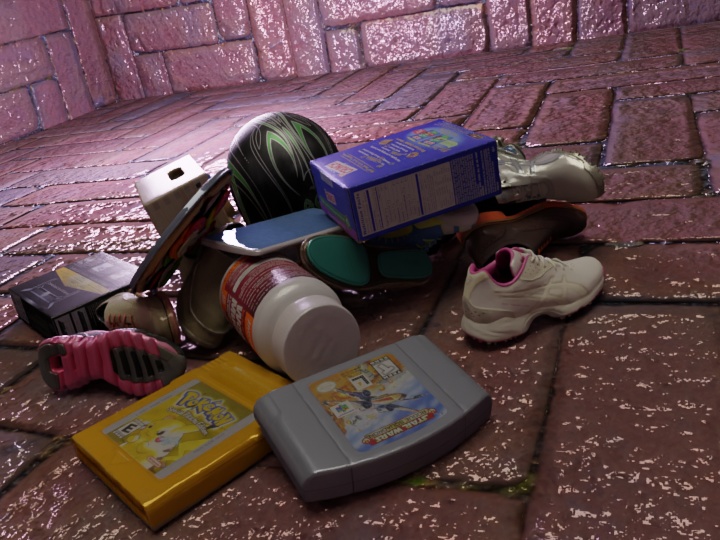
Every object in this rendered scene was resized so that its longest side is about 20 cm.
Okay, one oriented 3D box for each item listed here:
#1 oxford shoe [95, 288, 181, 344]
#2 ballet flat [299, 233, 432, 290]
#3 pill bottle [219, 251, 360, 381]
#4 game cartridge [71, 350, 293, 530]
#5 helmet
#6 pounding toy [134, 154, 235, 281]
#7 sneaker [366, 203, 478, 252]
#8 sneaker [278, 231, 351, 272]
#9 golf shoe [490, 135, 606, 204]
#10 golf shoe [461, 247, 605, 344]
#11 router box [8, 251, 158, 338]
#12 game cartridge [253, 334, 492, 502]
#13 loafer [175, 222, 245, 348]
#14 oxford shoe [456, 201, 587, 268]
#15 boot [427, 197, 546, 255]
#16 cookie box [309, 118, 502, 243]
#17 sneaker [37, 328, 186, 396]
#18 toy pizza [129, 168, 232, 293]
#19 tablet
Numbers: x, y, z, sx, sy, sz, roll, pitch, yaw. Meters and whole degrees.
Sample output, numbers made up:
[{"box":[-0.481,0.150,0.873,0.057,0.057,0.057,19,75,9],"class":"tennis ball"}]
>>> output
[{"box":[-0.287,0.068,0.931,0.073,0.072,0.199,-18,12,-31],"class":"oxford shoe"},{"box":[0.000,0.000,0.907,0.197,0.069,0.067,9,-22,-33],"class":"ballet flat"},{"box":[-0.084,0.051,0.823,0.108,0.111,0.199,-20,24,-21],"class":"pill bottle"},{"box":[-0.164,0.155,0.724,0.199,0.033,0.175,-30,30,-35],"class":"game cartridge"},{"box":[-0.117,-0.149,1.129,0.196,0.194,0.200,-16,18,5],"class":"helmet"},{"box":[-0.230,-0.064,1.098,0.141,0.186,0.200,-29,26,-11],"class":"pounding toy"},{"box":[0.079,-0.048,0.980,0.198,0.107,0.075,9,32,42],"class":"sneaker"},{"box":[-0.086,-0.006,1.022,0.196,0.080,0.077,-14,-7,8],"class":"sneaker"},{"box":[0.227,-0.113,0.965,0.198,0.079,0.097,20,58,45],"class":"golf shoe"},{"box":[0.199,0.011,0.814,0.197,0.093,0.075,-21,23,-25],"class":"golf shoe"},{"box":[-0.414,0.038,1.079,0.156,0.053,0.198,-27,28,-34],"class":"router box"},{"box":[0.016,0.131,0.663,0.197,0.042,0.133,-19,30,-24],"class":"game cartridge"},{"box":[-0.187,0.008,0.941,0.068,0.075,0.202,-45,32,37],"class":"loafer"},{"box":[0.229,-0.041,0.976,0.196,0.072,0.073,-11,55,-18],"class":"oxford shoe"},{"box":[0.150,-0.081,1.052,0.208,0.081,0.157,-6,14,40],"class":"boot"},{"box":[0.053,-0.121,0.924,0.197,0.076,0.171,-19,24,-12],"class":"cookie box"},{"box":[-0.287,0.100,0.872,0.196,0.081,0.095,1,9,20],"class":"sneaker"},{"box":[-0.219,-0.045,0.918,0.201,0.032,0.200,-51,7,9],"class":"toy pizza"},{"box":[-0.094,-0.051,0.939,0.129,0.014,0.198,11,23,44],"class":"tablet"}]
